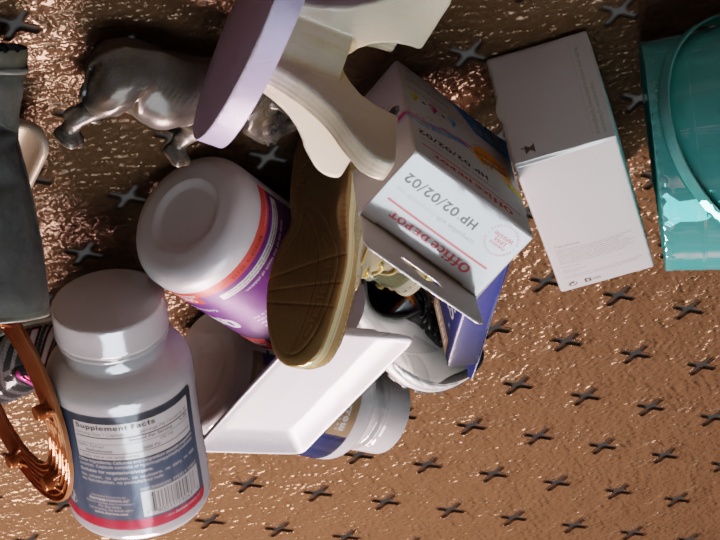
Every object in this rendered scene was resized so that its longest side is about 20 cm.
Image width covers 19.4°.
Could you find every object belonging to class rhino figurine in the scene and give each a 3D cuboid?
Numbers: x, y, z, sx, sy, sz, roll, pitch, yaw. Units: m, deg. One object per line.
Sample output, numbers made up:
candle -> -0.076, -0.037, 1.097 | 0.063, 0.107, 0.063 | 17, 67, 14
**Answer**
rhino figurine -> -0.120, -0.123, 1.539 | 0.200, 0.060, 0.087 | 6, 134, -30

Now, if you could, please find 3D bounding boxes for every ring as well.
ring -> -0.288, 0.099, 1.714 | 0.019, 0.200, 0.200 | -23, 154, -25

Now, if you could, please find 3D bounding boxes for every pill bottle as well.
pill bottle -> -0.081, -0.004, 1.687 | 0.112, 0.113, 0.200 | -26, 144, 23
pill bottle -> -0.189, 0.105, 1.687 | 0.120, 0.120, 0.200 | -8, 123, -5
pill bottle -> -0.058, 0.107, 1.869 | 0.200, 0.111, 0.111 | 15, 140, -35

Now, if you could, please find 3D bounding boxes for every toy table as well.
toy table -> -0.027, -0.149, 1.434 | 0.117, 0.184, 0.200 | 19, 145, -16

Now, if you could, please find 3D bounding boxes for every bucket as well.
bucket -> 0.286, -0.094, 1.581 | 0.135, 0.207, 0.207 | -7, 148, 6

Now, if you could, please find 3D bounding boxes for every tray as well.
tray -> -0.050, 0.096, 1.731 | 0.107, 0.022, 0.200 | 6, 145, -31

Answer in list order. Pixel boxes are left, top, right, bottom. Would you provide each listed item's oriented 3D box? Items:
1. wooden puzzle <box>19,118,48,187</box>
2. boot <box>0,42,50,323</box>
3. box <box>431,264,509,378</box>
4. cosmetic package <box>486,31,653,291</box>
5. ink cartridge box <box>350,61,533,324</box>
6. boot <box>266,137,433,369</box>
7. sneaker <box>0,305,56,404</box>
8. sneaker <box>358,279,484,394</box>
wooden puzzle -> -0.353, -0.072, 1.579 | 0.200, 0.037, 0.185 | 10, 143, -22
boot -> -0.307, -0.057, 1.470 | 0.182, 0.073, 0.200 | 0, 105, -14
box -> 0.083, -0.007, 1.723 | 0.032, 0.121, 0.200 | -5, 147, -10
cosmetic package -> 0.166, -0.081, 1.646 | 0.085, 0.108, 0.200 | -15, 149, 7
ink cartridge box -> 0.057, -0.059, 1.527 | 0.115, 0.200, 0.068 | 34, 112, -21
boot -> 0.000, 0.000, 1.646 | 0.073, 0.200, 0.155 | -7, 155, 31
sneaker -> -0.250, 0.079, 1.791 | 0.200, 0.087, 0.074 | -24, 146, 20
sneaker -> 0.041, 0.051, 1.850 | 0.200, 0.074, 0.079 | 21, 131, -40
